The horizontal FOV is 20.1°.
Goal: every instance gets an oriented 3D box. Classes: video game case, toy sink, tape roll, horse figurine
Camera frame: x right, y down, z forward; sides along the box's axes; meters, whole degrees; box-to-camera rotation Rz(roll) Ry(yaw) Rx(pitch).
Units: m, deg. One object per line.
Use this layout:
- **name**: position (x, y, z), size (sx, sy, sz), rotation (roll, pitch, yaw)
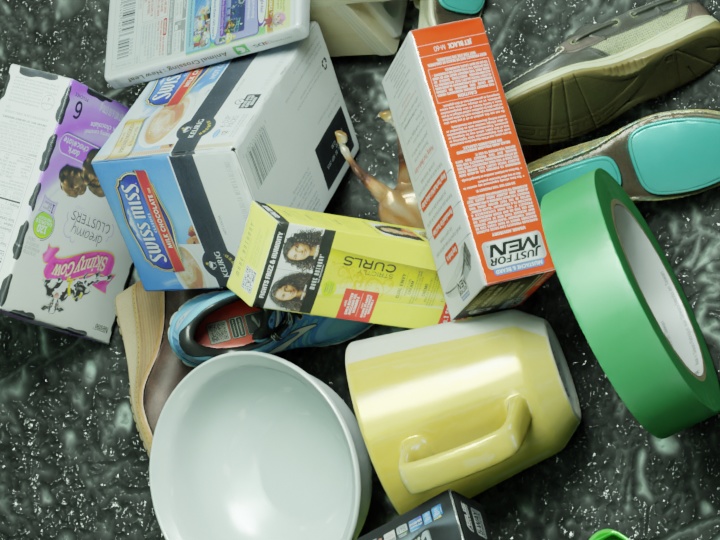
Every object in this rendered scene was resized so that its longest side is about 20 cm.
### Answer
- **video game case**: position (-0.123, -0.257, 1.670), size (0.181, 0.022, 0.201), rotation (-12, 60, 23)
- **toy sink**: position (-0.022, -0.257, 1.702), size (0.199, 0.112, 0.131), rotation (-1, 69, 28)
- **tape roll**: position (0.200, 0.024, 1.495), size (0.048, 0.200, 0.201), rotation (-28, 69, 17)
- **horse figurine**: position (0.070, -0.073, 1.644), size (0.199, 0.050, 0.133), rotation (-15, 106, 10)

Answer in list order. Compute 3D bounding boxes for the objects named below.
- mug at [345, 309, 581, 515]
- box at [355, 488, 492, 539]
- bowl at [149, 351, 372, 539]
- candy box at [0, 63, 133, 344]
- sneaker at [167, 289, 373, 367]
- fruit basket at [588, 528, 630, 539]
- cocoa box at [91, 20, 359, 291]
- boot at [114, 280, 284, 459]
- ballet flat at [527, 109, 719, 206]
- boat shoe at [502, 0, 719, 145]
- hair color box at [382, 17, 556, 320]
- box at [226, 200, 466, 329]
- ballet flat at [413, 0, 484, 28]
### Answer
- **mug**: position (0.088, 0.115, 1.556), size (0.152, 0.150, 0.187), rotation (-20, 45, 10)
- **box**: position (0.017, 0.275, 1.481), size (0.199, 0.050, 0.158), rotation (-30, 53, 24)
- **bowl**: position (-0.064, 0.163, 1.626), size (0.200, 0.090, 0.202), rotation (0, 91, 31)
- **candy box**: position (-0.256, -0.053, 1.737), size (0.071, 0.168, 0.201), rotation (14, 85, 28)
- **sneaker**: position (-0.058, 0.036, 1.631), size (0.199, 0.090, 0.079), rotation (-21, 93, -1)
- **fruit basket**: position (0.205, 0.295, 1.433), size (0.215, 0.215, 0.156), rotation (33, 93, 27)
- **cocoa box**: position (-0.105, -0.093, 1.647), size (0.131, 0.134, 0.200), rotation (-3, 35, 25)
- **boot**: position (-0.110, 0.079, 1.697), size (0.166, 0.072, 0.201), rotation (-19, 80, 13)
- **ballet flat**: position (0.208, -0.082, 1.589), size (0.199, 0.071, 0.071), rotation (-17, 71, 7)
- **boat shoe**: position (0.188, -0.161, 1.602), size (0.200, 0.072, 0.066), rotation (-22, 50, -5)
- **hair color box**: position (0.080, -0.075, 1.531), size (0.064, 0.111, 0.201), rotation (-12, 78, -14)
- **box**: position (0.000, 0.000, 1.578), size (0.050, 0.199, 0.076), rotation (38, 114, 54)
- **ballet flat**: position (0.066, -0.206, 1.689), size (0.069, 0.069, 0.201), rotation (2, 80, 25)
